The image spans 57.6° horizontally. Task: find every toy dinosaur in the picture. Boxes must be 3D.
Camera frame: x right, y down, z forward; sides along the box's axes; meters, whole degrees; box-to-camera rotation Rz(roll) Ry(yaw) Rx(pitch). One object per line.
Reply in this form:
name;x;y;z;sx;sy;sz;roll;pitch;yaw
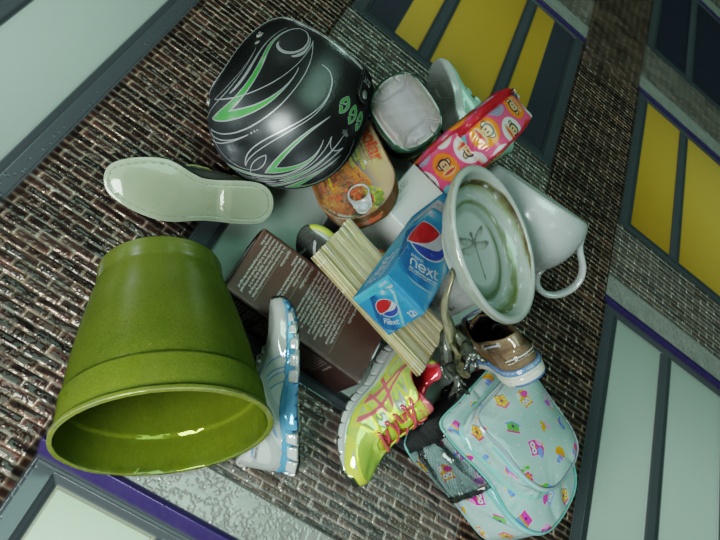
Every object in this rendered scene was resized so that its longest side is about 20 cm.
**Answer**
toy dinosaur;0.116;0.095;0.784;0.047;0.200;0.088;-13;49;-2

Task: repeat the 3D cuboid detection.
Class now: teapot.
teapot;0.245;-0.058;1.026;0.197;0.146;0.200;12;25;-51

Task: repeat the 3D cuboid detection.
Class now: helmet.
helmet;-0.095;-0.198;0.838;0.200;0.200;0.191;35;88;-13

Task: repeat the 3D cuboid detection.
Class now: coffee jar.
coffee jar;0.063;-0.219;0.963;0.085;0.200;0.104;-36;92;5

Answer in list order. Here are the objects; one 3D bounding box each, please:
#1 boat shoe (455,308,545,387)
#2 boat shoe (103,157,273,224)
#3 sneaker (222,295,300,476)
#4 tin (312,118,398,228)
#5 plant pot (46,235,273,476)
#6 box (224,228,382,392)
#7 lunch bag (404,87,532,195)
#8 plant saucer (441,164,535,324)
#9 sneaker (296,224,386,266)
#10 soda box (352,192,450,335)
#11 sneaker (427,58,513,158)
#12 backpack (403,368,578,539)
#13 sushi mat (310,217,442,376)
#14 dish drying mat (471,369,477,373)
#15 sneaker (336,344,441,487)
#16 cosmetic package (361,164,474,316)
boat shoe;0.169;0.086;0.852;0.072;0.200;0.072;-28;103;-14
boat shoe;-0.211;-0.095;0.806;0.201;0.061;0.072;9;97;-26
sneaker;-0.107;0.127;0.716;0.086;0.075;0.200;1;91;-3
tin;-0.016;-0.144;0.911;0.042;0.112;0.200;50;16;-56
plant pot;-0.198;0.076;0.656;0.200;0.200;0.193;8;51;-29
box;-0.073;0.052;0.807;0.200;0.075;0.100;36;57;-11
lunch bag;0.165;-0.187;1.000;0.082;0.200;0.176;50;48;-3
plant saucer;0.149;-0.028;0.809;0.200;0.050;0.200;23;58;-44
sneaker;0.000;0.000;0.878;0.200;0.078;0.090;40;45;-18
soda box;0.071;-0.014;0.812;0.064;0.068;0.200;45;42;-9
sneaker;0.195;-0.279;1.143;0.118;0.074;0.201;-22;89;-31
backpack;0.184;0.235;0.832;0.176;0.153;0.200;-33;90;-47
sushi mat;0.029;0.031;0.808;0.200;0.012;0.096;48;42;-10
dish drying mat;0.240;0.215;0.961;0.077;0.018;0.200;-35;89;-38
sneaker;0.040;0.172;0.794;0.200;0.090;0.078;-61;143;-36
cosmetic package;0.103;-0.041;0.960;0.200;0.085;0.108;44;55;-7
